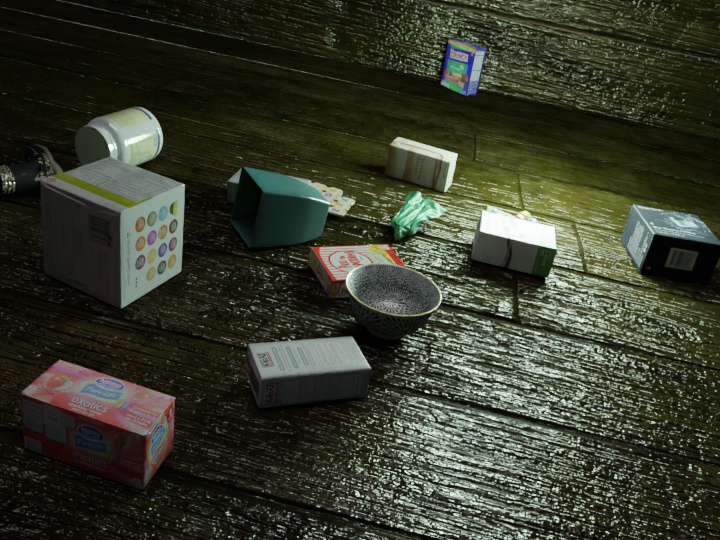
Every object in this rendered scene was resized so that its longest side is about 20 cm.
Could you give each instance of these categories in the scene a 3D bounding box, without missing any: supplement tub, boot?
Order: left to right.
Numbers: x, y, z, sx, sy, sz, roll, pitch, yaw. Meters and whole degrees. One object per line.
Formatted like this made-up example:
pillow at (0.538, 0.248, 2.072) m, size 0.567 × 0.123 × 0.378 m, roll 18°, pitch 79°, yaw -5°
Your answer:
boot at (-0.814, -0.244, 1.803) m, size 0.152 × 0.075 × 0.203 m, roll -10°, pitch 38°, yaw -43°
supplement tub at (-0.631, -0.338, 1.972) m, size 0.142 × 0.148 × 0.200 m, roll 20°, pitch 30°, yaw 19°

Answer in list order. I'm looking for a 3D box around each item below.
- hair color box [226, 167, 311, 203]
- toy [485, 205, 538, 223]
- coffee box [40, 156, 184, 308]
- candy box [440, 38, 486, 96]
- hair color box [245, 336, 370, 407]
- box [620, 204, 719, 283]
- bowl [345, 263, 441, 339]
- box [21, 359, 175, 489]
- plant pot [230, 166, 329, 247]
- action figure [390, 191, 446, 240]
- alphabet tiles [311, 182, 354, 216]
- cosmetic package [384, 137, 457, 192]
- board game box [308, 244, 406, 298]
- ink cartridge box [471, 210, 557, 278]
hair color box at (-0.234, -0.204, 1.935) m, size 0.195 × 0.062 × 0.099 m, roll 12°, pitch 32°, yaw 13°
toy at (0.440, -0.139, 2.088) m, size 0.196 × 0.048 × 0.115 m, roll 20°, pitch 31°, yaw 17°
coffee box at (-0.486, -0.083, 1.496) m, size 0.196 × 0.204 × 0.198 m, roll 19°, pitch 28°, yaw 18°
candy box at (0.447, -0.890, 3.297) m, size 0.076 × 0.204 × 0.168 m, roll -14°, pitch 36°, yaw -38°
hair color box at (-0.091, 0.173, 1.303) m, size 0.195 × 0.062 × 0.099 m, roll -2°, pitch 30°, yaw -23°
box at (0.837, -0.075, 2.040) m, size 0.192 × 0.120 × 0.201 m, roll 9°, pitch 27°, yaw -2°
bowl at (0.059, 0.075, 1.514) m, size 0.195 × 0.096 × 0.202 m, roll 8°, pitch 28°, yaw -4°
box at (-0.377, 0.219, 1.089) m, size 0.195 × 0.105 × 0.095 m, roll 15°, pitch 28°, yaw 10°
plant pot at (-0.183, -0.145, 1.790) m, size 0.196 × 0.144 × 0.141 m, roll 2°, pitch 28°, yaw -32°
action figure at (0.133, -0.133, 1.964) m, size 0.116 × 0.056 × 0.200 m, roll 23°, pitch 37°, yaw 19°
alphabet tiles at (-0.119, -0.189, 2.019) m, size 0.191 × 0.015 × 0.201 m, roll 17°, pitch 29°, yaw 10°
cosmetic package at (0.182, -0.320, 2.272) m, size 0.196 × 0.106 × 0.087 m, roll 17°, pitch 30°, yaw 15°
board game box at (0.000, 0.000, 1.681) m, size 0.195 × 0.047 × 0.152 m, roll -3°, pitch 31°, yaw -24°
ink cartridge box at (0.386, -0.069, 1.903) m, size 0.195 × 0.086 × 0.147 m, roll 14°, pitch 28°, yaw 5°
